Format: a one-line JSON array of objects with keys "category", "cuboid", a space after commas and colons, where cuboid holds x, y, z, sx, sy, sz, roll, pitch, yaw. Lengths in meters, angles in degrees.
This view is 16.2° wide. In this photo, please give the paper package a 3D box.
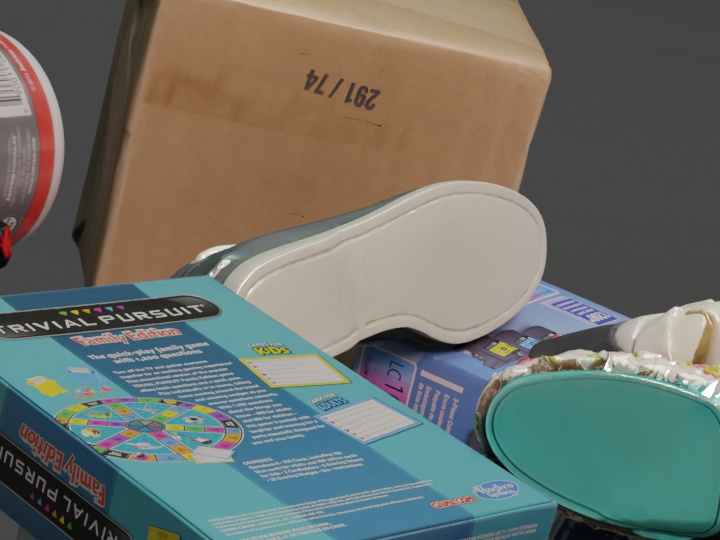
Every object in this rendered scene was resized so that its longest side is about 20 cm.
[{"category": "paper package", "cuboid": [-0.026, -0.055, 1.246, 0.200, 0.191, 0.103, 10, 21, -14]}]

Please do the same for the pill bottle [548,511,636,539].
[{"category": "pill bottle", "cuboid": [0.139, 0.140, 0.978, 0.200, 0.111, 0.111, 28, 23, 28]}]

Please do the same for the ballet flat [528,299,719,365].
[{"category": "ballet flat", "cuboid": [0.159, 0.053, 1.043, 0.200, 0.073, 0.073, 29, 24, 34]}]

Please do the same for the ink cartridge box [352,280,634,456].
[{"category": "ink cartridge box", "cuboid": [0.110, 0.078, 1.148, 0.200, 0.076, 0.136, 25, 25, 28]}]

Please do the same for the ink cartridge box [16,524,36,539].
[{"category": "ink cartridge box", "cuboid": [-0.052, 0.125, 0.930, 0.200, 0.067, 0.116, 26, 22, 24]}]

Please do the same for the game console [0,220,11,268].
[{"category": "game console", "cuboid": [-0.234, 0.016, 0.943, 0.200, 0.031, 0.177, -19, 3, -14]}]

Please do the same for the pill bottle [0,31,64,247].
[{"category": "pill bottle", "cuboid": [-0.245, -0.054, 1.181, 0.116, 0.116, 0.200, 30, 24, 32]}]

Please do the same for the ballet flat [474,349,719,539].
[{"category": "ballet flat", "cuboid": [0.141, 0.068, 0.938, 0.200, 0.076, 0.064, 10, 12, 2]}]

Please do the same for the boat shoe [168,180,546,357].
[{"category": "boat shoe", "cuboid": [0.000, 0.000, 1.101, 0.200, 0.073, 0.062, -15, 17, -42]}]

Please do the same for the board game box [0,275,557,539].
[{"category": "board game box", "cuboid": [-0.054, 0.068, 0.912, 0.151, 0.047, 0.200, -5, 28, -44]}]
